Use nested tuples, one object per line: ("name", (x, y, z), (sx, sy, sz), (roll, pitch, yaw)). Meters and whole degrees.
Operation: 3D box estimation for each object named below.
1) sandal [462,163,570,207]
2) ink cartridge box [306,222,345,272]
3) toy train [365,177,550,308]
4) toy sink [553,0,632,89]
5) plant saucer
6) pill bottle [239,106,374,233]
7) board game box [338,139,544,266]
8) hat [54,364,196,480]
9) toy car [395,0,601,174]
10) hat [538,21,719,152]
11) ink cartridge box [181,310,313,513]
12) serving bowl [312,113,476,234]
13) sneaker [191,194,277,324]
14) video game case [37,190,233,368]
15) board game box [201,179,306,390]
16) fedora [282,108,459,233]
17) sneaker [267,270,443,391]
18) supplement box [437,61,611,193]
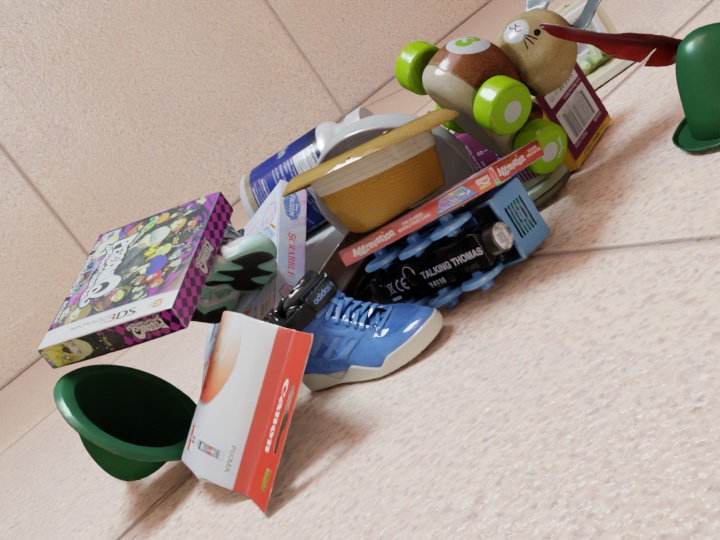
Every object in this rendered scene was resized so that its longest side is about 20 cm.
("sandal", (0.143, -0.076, 1.089), (0.200, 0.057, 0.080), (-32, 14, 19))
("ink cartridge box", (-0.057, -0.010, 1.315), (0.200, 0.084, 0.175), (-45, 15, -33))
("toy train", (0.093, -0.017, 0.972), (0.114, 0.087, 0.200), (-36, 6, -40))
("toy sink", (0.313, -0.335, 1.435), (0.130, 0.112, 0.200), (-35, 13, 5))
("plant saucer", (0.000, 0.000, 1.090), (0.200, 0.032, 0.200), (-50, -13, -15))
("pill bottle", (-0.054, -0.127, 1.272), (0.199, 0.116, 0.116), (-30, 14, 20))
("board game box", (0.076, -0.064, 0.924), (0.199, 0.020, 0.103), (-28, 5, 39))
("hat", (-0.274, 0.220, 1.054), (0.200, 0.165, 0.177), (1, -58, -56))
("toy car", (0.168, -0.231, 0.998), (0.200, 0.158, 0.164), (-54, 44, 1))
("hat", (0.321, -0.224, 0.882), (0.200, 0.176, 0.166), (-39, 14, -12))
("ink cartridge box", (-0.112, 0.125, 0.894), (0.200, 0.050, 0.163), (178, 108, -72))
("serving bowl", (0.043, -0.116, 1.145), (0.200, 0.200, 0.066), (-27, 39, 33))
("sneaker", (-0.160, -0.035, 1.124), (0.200, 0.077, 0.141), (-36, 50, 48))
("video game case", (-0.243, 0.008, 1.045), (0.180, 0.036, 0.201), (-16, 36, 23))
("board game box", (-0.132, 0.024, 1.182), (0.200, 0.041, 0.200), (-46, 34, 41))
("fedora", (0.020, -0.091, 0.953), (0.200, 0.082, 0.201), (-25, 7, 3))
("sneaker", (-0.016, 0.048, 0.948), (0.199, 0.111, 0.077), (-21, 19, 47))
("supplement box", (0.187, -0.161, 1.175), (0.199, 0.103, 0.131), (-24, 18, 44))
